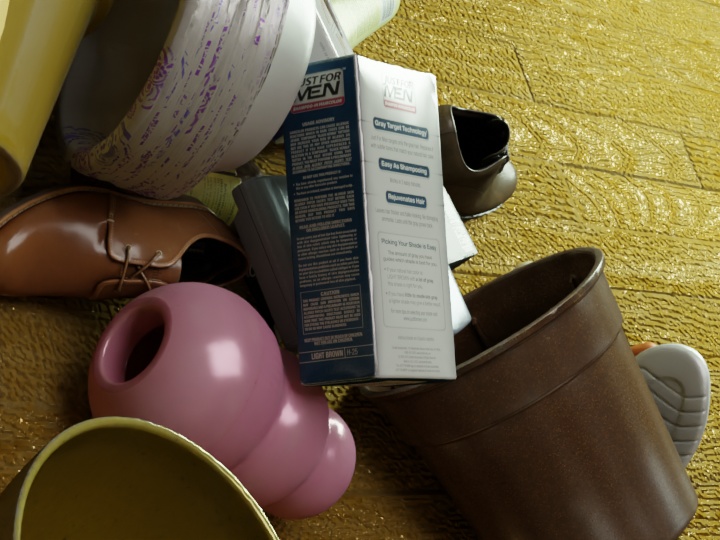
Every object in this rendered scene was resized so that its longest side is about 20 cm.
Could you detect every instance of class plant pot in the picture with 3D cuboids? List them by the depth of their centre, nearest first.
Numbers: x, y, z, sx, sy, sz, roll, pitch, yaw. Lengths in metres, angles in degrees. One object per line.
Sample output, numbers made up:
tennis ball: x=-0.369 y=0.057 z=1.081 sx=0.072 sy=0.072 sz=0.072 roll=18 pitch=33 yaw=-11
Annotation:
plant pot: x=-0.147 y=0.198 z=1.146 sx=0.200 sy=0.142 sz=0.200 roll=31 pitch=42 yaw=-33
plant pot: x=-0.247 y=-0.149 z=1.271 sx=0.200 sy=0.200 sz=0.189 roll=25 pitch=60 yaw=-39
plant pot: x=0.132 y=0.118 z=1.537 sx=0.199 sy=0.200 sz=0.200 roll=60 pitch=33 yaw=-9

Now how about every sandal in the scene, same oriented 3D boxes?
sandal: x=0.215 y=0.148 z=1.639 sx=0.082 sy=0.203 sz=0.050 roll=21 pitch=14 yaw=19

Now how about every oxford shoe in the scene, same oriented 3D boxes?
oxford shoe: x=-0.153 y=-0.012 z=1.343 sx=0.200 sy=0.072 sz=0.071 roll=-7 pitch=30 yaw=-42
oxford shoe: x=0.091 y=-0.087 z=1.717 sx=0.200 sy=0.084 sz=0.073 roll=14 pitch=63 yaw=-64

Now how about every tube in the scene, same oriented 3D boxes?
tube: x=-0.024 y=-0.191 z=1.611 sx=0.058 sy=0.052 sz=0.200 roll=26 pitch=24 yaw=9

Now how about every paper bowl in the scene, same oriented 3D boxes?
paper bowl: x=-0.102 y=-0.141 z=1.322 sx=0.104 sy=0.201 sz=0.201 roll=18 pitch=49 yaw=-27

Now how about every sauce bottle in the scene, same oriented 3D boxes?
sauce bottle: x=-0.108 y=-0.051 z=1.468 sx=0.200 sy=0.066 sz=0.066 roll=11 pitch=55 yaw=-47

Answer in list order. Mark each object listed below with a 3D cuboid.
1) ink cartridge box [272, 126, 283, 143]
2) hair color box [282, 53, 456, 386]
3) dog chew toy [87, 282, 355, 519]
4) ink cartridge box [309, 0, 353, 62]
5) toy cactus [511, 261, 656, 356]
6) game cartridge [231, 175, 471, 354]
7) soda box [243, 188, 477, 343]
ink cartridge box: x=-0.075 y=-0.189 z=1.612 sx=0.198 sy=0.047 sz=0.200 roll=64 pitch=24 yaw=7
hair color box: x=0.005 y=-0.028 z=1.348 sx=0.100 sy=0.060 sz=0.201 roll=6 pitch=79 yaw=-58
dog chew toy: x=-0.077 y=0.093 z=1.347 sx=0.200 sy=0.124 sz=0.125 roll=39 pitch=37 yaw=-38
ink cartridge box: x=-0.043 y=-0.173 z=1.485 sx=0.176 sy=0.045 sz=0.200 roll=-93 pitch=158 yaw=-77
toy cactus: x=0.172 y=0.067 z=1.726 sx=0.200 sy=0.102 sz=0.165 roll=1 pitch=44 yaw=-49
game cartridge: x=0.000 y=0.000 z=1.453 sx=0.200 sy=0.040 sz=0.134 roll=-4 pitch=71 yaw=-56
soda box: x=0.002 y=-0.007 z=1.564 sx=0.200 sy=0.071 sz=0.063 roll=-18 pitch=77 yaw=-56
